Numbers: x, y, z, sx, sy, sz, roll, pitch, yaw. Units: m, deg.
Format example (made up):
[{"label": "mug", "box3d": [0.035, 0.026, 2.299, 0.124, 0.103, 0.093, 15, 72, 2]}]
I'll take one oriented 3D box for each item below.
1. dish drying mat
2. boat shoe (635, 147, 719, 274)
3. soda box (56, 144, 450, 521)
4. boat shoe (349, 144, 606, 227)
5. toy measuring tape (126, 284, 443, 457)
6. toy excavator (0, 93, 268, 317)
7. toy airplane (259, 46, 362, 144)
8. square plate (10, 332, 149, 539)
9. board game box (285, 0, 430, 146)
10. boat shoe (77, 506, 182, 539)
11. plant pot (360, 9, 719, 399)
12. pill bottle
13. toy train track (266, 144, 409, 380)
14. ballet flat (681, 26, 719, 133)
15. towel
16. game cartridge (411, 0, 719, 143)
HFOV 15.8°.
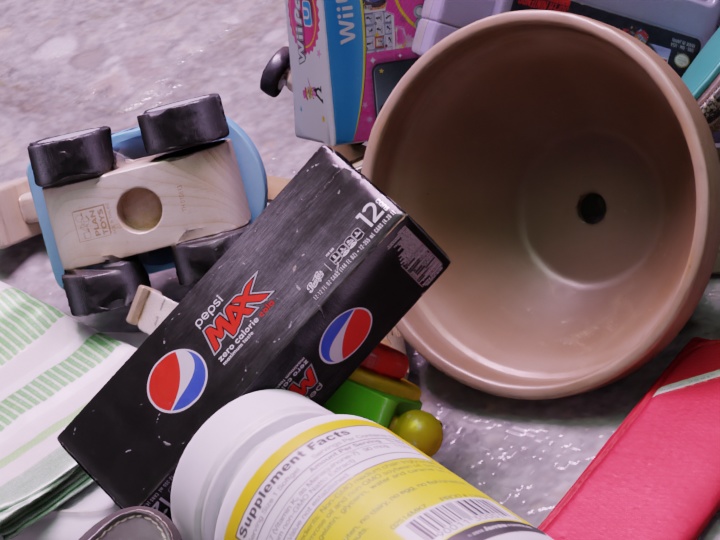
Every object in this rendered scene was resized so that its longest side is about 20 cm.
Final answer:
[{"label": "dish drying mat", "box3d": [0.147, 0.099, 1.270, 0.077, 0.018, 0.200, 13, 42, 34]}, {"label": "boat shoe", "box3d": [0.247, -0.042, 1.394, 0.200, 0.065, 0.072, -2, 35, 18]}, {"label": "soda box", "box3d": [-0.052, 0.039, 1.282, 0.200, 0.063, 0.071, -47, 55, -1]}, {"label": "boat shoe", "box3d": [0.056, -0.047, 1.467, 0.200, 0.076, 0.074, -11, 18, -25]}, {"label": "toy measuring tape", "box3d": [-0.032, 0.055, 1.350, 0.200, 0.074, 0.074, 23, 48, 35]}, {"label": "toy excavator", "box3d": [-0.143, -0.038, 1.495, 0.194, 0.100, 0.200, -14, 7, 7]}, {"label": "toy airplane", "box3d": [0.027, -0.172, 1.569, 0.200, 0.141, 0.199, 9, 30, -28]}, {"label": "square plate", "box3d": [-0.160, 0.090, 1.394, 0.198, 0.028, 0.200, 1, 36, 22]}, {"label": "board game box", "box3d": [0.059, -0.156, 1.451, 0.200, 0.148, 0.064, -10, 13, -21]}, {"label": "boat shoe", "box3d": [-0.134, 0.186, 1.170, 0.067, 0.057, 0.200, 28, 63, 5]}, {"label": "plant pot", "box3d": [0.106, -0.033, 1.372, 0.201, 0.201, 0.093, 5, 1, 28]}, {"label": "pill bottle", "box3d": [0.005, 0.135, 1.185, 0.114, 0.114, 0.200, -31, 36, -23]}, {"label": "toy train track", "box3d": [0.000, 0.000, 1.456, 0.115, 0.033, 0.200, 10, 37, -16]}, {"label": "ballet flat", "box3d": [0.236, -0.144, 1.420, 0.200, 0.075, 0.068, -64, 10, -6]}, {"label": "towel", "box3d": [-0.199, 0.069, 1.394, 0.152, 0.023, 0.200, -35, 38, -29]}, {"label": "game cartridge", "box3d": [0.134, -0.151, 1.432, 0.200, 0.130, 0.038, 13, 1, -25]}]
